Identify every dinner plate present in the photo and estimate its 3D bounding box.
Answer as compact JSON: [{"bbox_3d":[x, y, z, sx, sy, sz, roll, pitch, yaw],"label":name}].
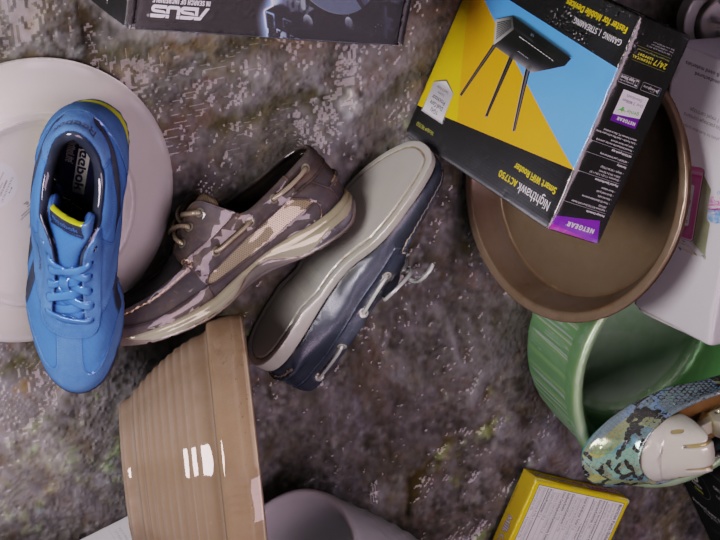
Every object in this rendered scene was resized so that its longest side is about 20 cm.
[{"bbox_3d":[-0.215,-0.042,1.302,0.200,0.024,0.201,-10,114,-23],"label":"dinner plate"}]

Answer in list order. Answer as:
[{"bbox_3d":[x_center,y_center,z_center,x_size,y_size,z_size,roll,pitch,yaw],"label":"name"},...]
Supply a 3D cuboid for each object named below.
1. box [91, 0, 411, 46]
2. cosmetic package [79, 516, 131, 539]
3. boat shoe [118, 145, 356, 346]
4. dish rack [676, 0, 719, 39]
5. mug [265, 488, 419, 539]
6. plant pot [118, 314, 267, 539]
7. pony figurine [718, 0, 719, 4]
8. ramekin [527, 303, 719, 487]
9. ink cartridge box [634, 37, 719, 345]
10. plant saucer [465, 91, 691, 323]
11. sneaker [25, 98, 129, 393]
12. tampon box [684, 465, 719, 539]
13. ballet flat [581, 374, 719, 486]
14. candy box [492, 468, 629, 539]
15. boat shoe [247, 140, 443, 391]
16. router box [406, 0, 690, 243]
[{"bbox_3d":[-0.062,-0.237,1.260,0.199,0.086,0.164,1,111,-28],"label":"box"},{"bbox_3d":[-0.213,0.263,1.403,0.200,0.074,0.102,-27,120,-16],"label":"cosmetic package"},{"bbox_3d":[-0.100,-0.020,1.350,0.200,0.074,0.073,-33,108,-17],"label":"boat shoe"},{"bbox_3d":[0.335,-0.191,1.512,0.200,0.044,0.172,-37,124,-9],"label":"dish rack"},{"bbox_3d":[-0.017,0.272,1.480,0.200,0.148,0.175,-35,137,26],"label":"mug"},{"bbox_3d":[-0.113,0.135,1.337,0.092,0.201,0.201,-7,115,-5],"label":"plant pot"},{"bbox_3d":[0.225,-0.261,1.357,0.199,0.167,0.194,-10,82,-16],"label":"pony figurine"},{"bbox_3d":[0.227,0.058,1.528,0.199,0.098,0.201,-11,115,-23],"label":"ramekin"},{"bbox_3d":[0.283,-0.059,1.386,0.144,0.085,0.201,-9,117,-35],"label":"ink cartridge box"},{"bbox_3d":[0.156,-0.063,1.386,0.029,0.200,0.201,0,112,-44],"label":"plant saucer"},{"bbox_3d":[-0.187,-0.009,1.259,0.066,0.078,0.201,7,109,3],"label":"sneaker"},{"bbox_3d":[0.368,0.199,1.630,0.126,0.150,0.200,-35,123,-9],"label":"tampon box"},{"bbox_3d":[0.262,0.117,1.472,0.200,0.074,0.074,-23,120,-17],"label":"ballet flat"},{"bbox_3d":[0.138,0.263,1.612,0.102,0.026,0.201,16,103,-34],"label":"candy box"},{"bbox_3d":[0.000,0.000,1.400,0.062,0.075,0.200,31,96,-32],"label":"boat shoe"},{"bbox_3d":[0.122,-0.124,1.335,0.051,0.200,0.150,15,103,-32],"label":"router box"}]
